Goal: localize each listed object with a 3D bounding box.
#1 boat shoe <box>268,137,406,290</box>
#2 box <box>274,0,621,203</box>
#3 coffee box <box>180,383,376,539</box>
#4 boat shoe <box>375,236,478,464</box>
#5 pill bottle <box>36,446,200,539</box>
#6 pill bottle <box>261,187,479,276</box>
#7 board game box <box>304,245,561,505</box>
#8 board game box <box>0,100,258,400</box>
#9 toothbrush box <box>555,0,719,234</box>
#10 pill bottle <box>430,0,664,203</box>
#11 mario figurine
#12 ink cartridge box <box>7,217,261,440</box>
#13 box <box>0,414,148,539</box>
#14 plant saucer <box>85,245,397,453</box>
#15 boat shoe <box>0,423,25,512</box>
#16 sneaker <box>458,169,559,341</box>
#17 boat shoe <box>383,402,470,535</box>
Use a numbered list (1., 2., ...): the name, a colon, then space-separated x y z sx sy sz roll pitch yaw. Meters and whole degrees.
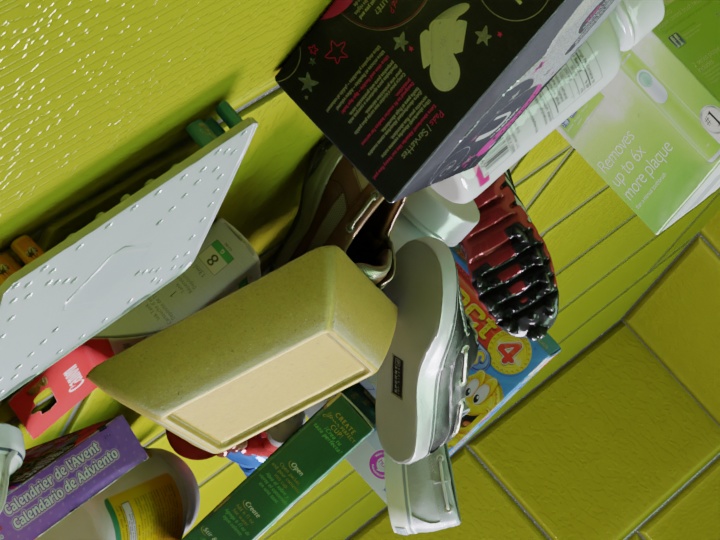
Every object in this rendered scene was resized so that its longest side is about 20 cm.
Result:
1. boat shoe: -0.014 -0.012 1.656 0.076 0.074 0.201 -29 147 -42
2. box: 0.068 -0.156 1.387 0.200 0.115 0.132 -48 168 30
3. coffee box: -0.066 0.175 1.836 0.200 0.044 0.123 -43 176 7
4. boat shoe: 0.055 0.056 1.733 0.063 0.071 0.201 -19 132 -34
5. pill bottle: -0.210 0.203 1.831 0.113 0.113 0.200 -46 170 19
6. pill bottle: 0.000 0.000 1.782 0.200 0.112 0.112 -45 170 19
7. board game box: 0.034 0.064 1.921 0.196 0.200 0.056 -45 172 15
8. board game box: -0.165 -0.005 1.386 0.200 0.026 0.200 -37 169 -30
9. toothbrush box: 0.215 -0.153 1.710 0.086 0.200 0.146 -33 167 -37
10. pill bottle: 0.110 -0.150 1.573 0.200 0.113 0.113 -40 170 -10
11. mario figurine: -0.096 0.126 1.954 0.123 0.106 0.200 -18 152 15
12. ink cartridge box: -0.157 0.059 1.624 0.200 0.050 0.161 -43 170 -11
13. box: -0.249 0.165 1.564 0.137 0.039 0.200 -36 -172 -33
14. plant saucer: -0.073 0.070 1.616 0.199 0.049 0.200 -28 159 6
15. boat shoe: -0.257 0.140 1.397 0.074 0.087 0.202 -7 173 6
16. sneaker: 0.108 -0.039 1.851 0.071 0.201 0.098 -27 -172 10
17. boat shoe: 0.055 0.116 1.843 0.071 0.202 0.070 -3 173 6
